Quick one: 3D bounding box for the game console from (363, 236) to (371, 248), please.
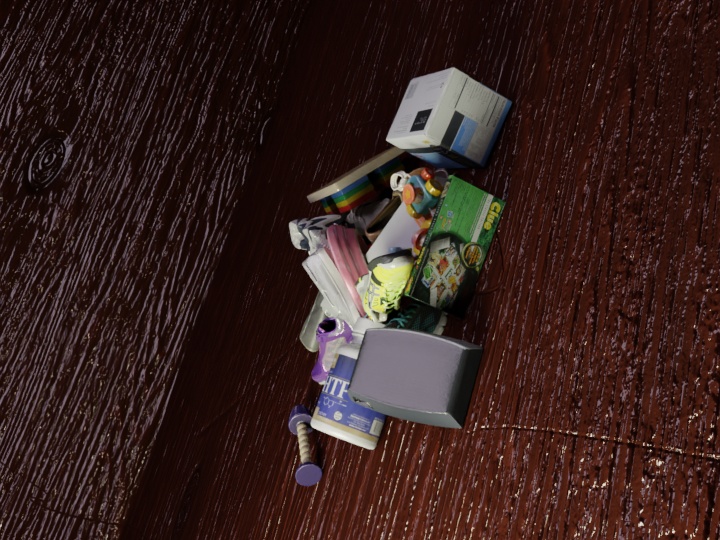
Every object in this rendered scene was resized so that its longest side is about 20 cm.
[{"bbox_3d":[0.021,-0.037,1.722,0.200,0.031,0.178,-13,52,66],"label":"game console"}]

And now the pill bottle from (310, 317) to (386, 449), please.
[{"bbox_3d":[0.002,0.189,1.366,0.120,0.119,0.202,-7,61,68],"label":"pill bottle"}]

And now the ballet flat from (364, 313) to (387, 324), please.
[{"bbox_3d":[0.009,0.166,1.481,0.064,0.075,0.201,42,115,38],"label":"ballet flat"}]

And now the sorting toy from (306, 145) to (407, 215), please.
[{"bbox_3d":[0.006,-0.192,1.750,0.198,0.070,0.200,-33,8,-19],"label":"sorting toy"}]

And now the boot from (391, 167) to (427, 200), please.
[{"bbox_3d":[0.091,-0.085,1.545,0.202,0.070,0.145,-53,32,28],"label":"boot"}]

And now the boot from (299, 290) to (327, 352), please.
[{"bbox_3d":[-0.073,0.081,1.686,0.201,0.072,0.182,-60,8,17],"label":"boot"}]

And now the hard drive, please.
[{"bbox_3d":[0.074,0.151,1.194,0.199,0.042,0.136,7,72,37],"label":"hard drive"}]

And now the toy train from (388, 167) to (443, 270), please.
[{"bbox_3d":[0.074,-0.072,1.342,0.149,0.055,0.202,-1,88,47],"label":"toy train"}]

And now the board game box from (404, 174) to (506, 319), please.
[{"bbox_3d":[0.149,-0.036,1.257,0.202,0.104,0.023,-68,17,-6],"label":"board game box"}]

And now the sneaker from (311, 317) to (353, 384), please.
[{"bbox_3d":[-0.058,0.144,1.627,0.201,0.088,0.081,-57,22,29],"label":"sneaker"}]

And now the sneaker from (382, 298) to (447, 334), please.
[{"bbox_3d":[0.078,0.097,1.298,0.077,0.091,0.202,-2,66,51],"label":"sneaker"}]

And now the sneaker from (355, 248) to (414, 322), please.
[{"bbox_3d":[0.048,0.023,1.271,0.200,0.075,0.077,118,136,-69],"label":"sneaker"}]

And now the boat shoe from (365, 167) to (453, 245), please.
[{"bbox_3d":[0.089,-0.121,1.474,0.200,0.072,0.072,-39,55,4],"label":"boat shoe"}]

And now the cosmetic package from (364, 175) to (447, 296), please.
[{"bbox_3d":[0.101,-0.058,1.409,0.201,0.071,0.102,-55,48,31],"label":"cosmetic package"}]

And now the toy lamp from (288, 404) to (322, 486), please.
[{"bbox_3d":[-0.111,0.339,1.595,0.058,0.058,0.200,-59,23,19],"label":"toy lamp"}]

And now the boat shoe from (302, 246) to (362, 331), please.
[{"bbox_3d":[-0.046,0.052,1.537,0.068,0.201,0.072,-33,-7,11],"label":"boat shoe"}]

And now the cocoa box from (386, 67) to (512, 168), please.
[{"bbox_3d":[0.157,-0.270,1.461,0.134,0.130,0.200,-66,19,-1],"label":"cocoa box"}]

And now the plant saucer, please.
[{"bbox_3d":[0.000,0.000,1.525,0.050,0.201,0.201,-24,31,8],"label":"plant saucer"}]

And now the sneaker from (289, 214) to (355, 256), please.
[{"bbox_3d":[-0.054,-0.070,1.677,0.199,0.129,0.080,27,131,60],"label":"sneaker"}]

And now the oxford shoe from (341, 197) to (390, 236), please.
[{"bbox_3d":[0.006,-0.115,1.737,0.200,0.057,0.076,-20,43,63],"label":"oxford shoe"}]
